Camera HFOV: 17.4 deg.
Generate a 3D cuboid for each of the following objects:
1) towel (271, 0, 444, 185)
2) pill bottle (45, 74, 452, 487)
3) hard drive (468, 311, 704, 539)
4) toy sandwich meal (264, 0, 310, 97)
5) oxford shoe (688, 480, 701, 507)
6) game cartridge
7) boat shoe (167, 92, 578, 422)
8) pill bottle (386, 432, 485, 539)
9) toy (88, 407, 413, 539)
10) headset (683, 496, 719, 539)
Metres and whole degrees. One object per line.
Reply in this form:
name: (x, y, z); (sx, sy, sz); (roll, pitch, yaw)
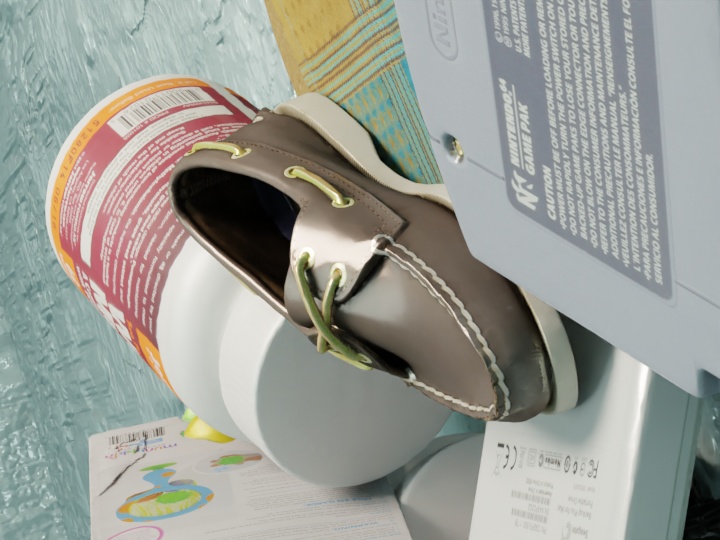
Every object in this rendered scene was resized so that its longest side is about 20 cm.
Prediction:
towel: (0.002, -0.096, 0.774); (0.201, 0.022, 0.147); (67, 160, -2)
pill bottle: (-0.044, 0.002, 0.940); (0.200, 0.109, 0.110); (40, 144, 54)
hard drive: (0.074, 0.022, 0.735); (0.132, 0.026, 0.202); (179, 101, -74)
toy sandwich meal: (0.015, -0.113, 0.888); (0.205, 0.070, 0.207); (164, 90, -75)
oxford shoe: (0.106, 0.158, 0.841); (0.072, 0.071, 0.202); (11, 116, 67)
game cartridge: (0.059, -0.068, 0.609); (0.133, 0.041, 0.201); (38, 149, 42)
boat shoe: (0.000, 0.000, 0.762); (0.200, 0.059, 0.072); (42, 146, 52)
pill bottle: (0.037, 0.130, 0.968); (0.200, 0.113, 0.114); (128, 125, -72)
toy: (-0.045, 0.100, 0.910); (0.200, 0.114, 0.048); (-114, 14, -71)
headset: (0.129, 0.144, 0.687); (0.124, 0.093, 0.201); (91, 174, -46)
